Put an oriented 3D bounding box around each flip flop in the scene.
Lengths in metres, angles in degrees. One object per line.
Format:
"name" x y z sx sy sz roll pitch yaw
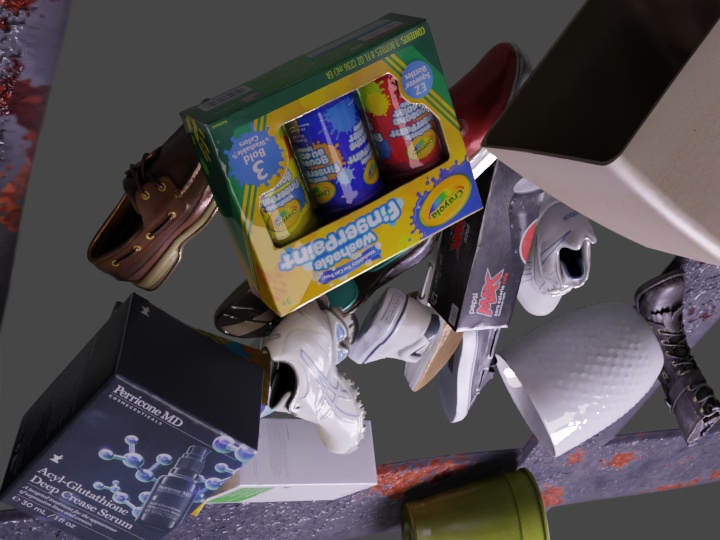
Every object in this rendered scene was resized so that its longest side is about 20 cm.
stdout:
"flip flop" -0.070 -0.015 1.083 0.081 0.058 0.201 24 109 -42

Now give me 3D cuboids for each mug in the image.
"mug" 0.275 0.124 1.407 0.174 0.149 0.200 -30 176 -4

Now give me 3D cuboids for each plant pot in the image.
"plant pot" 0.162 0.402 1.667 0.190 0.202 0.202 -3 142 -8
"plant pot" 0.255 -0.116 0.906 0.177 0.199 0.201 40 84 -24

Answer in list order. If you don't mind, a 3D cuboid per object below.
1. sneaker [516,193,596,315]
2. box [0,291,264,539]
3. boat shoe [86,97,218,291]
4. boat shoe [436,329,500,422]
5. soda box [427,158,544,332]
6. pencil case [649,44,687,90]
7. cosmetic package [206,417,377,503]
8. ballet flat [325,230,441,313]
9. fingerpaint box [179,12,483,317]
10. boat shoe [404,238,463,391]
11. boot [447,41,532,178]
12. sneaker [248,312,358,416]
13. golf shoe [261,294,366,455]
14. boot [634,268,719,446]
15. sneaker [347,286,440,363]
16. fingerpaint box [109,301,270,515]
"sneaker" 0.209 -0.005 1.226 0.074 0.088 0.201 -18 146 -11
"box" -0.203 0.146 1.005 0.148 0.108 0.200 32 120 -24
"boat shoe" -0.165 -0.064 0.940 0.067 0.072 0.201 15 127 -35
"boat shoe" 0.136 0.111 1.360 0.065 0.070 0.202 -12 136 -13
"soda box" 0.125 -0.043 1.091 0.070 0.063 0.202 -4 120 -27
"pencil case" 0.271 -0.171 1.044 0.199 0.085 0.093 -33 118 13
"cosmetic package" -0.090 0.225 1.334 0.198 0.086 0.107 8 155 -35
"ballet flat" 0.000 0.000 1.133 0.199 0.073 0.072 -33 144 15
"fingerpaint box" -0.018 -0.087 0.898 0.198 0.073 0.169 -27 115 -16
"boat shoe" 0.079 0.047 1.240 0.071 0.069 0.202 -35 152 -46
"boot" 0.049 -0.132 0.987 0.143 0.073 0.201 20 121 -30
"sneaker" -0.075 0.098 1.221 0.199 0.075 0.082 -32 159 21
"golf shoe" -0.053 0.117 1.101 0.097 0.078 0.202 -33 132 -27
"boot" 0.410 0.112 1.420 0.068 0.175 0.201 -17 145 -8
"sneaker" 0.035 0.071 1.173 0.074 0.070 0.200 -62 -178 -11
"fingerpaint box" -0.204 0.147 1.134 0.165 0.074 0.201 21 129 -18
